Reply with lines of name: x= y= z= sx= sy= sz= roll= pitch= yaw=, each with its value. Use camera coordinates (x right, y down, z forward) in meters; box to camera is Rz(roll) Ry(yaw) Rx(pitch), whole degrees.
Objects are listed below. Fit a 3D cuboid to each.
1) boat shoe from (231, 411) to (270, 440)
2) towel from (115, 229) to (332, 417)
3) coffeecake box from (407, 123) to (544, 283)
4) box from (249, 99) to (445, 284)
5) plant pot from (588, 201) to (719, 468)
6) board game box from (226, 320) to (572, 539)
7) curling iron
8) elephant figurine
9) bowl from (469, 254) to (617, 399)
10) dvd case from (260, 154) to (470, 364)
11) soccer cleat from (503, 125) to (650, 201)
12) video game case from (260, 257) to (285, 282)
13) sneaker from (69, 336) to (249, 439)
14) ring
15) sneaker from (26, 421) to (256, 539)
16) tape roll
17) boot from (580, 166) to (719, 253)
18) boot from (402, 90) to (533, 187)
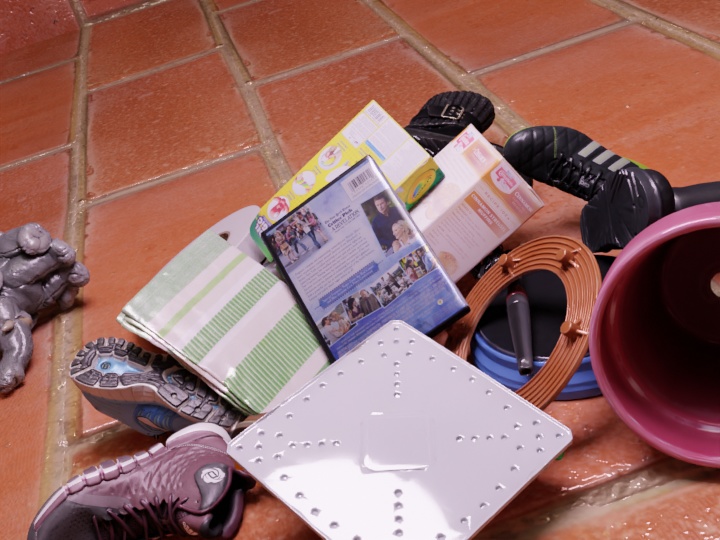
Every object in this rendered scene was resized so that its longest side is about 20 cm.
boat shoe: x=-0.011 y=0.155 z=0.879 sx=0.199 sy=0.072 sz=0.068 roll=11 pitch=37 yaw=19
towel: x=-0.117 y=0.059 z=1.000 sx=0.200 sy=0.023 sz=0.153 roll=35 pitch=50 yaw=9
coffeecake box: x=0.081 y=-0.049 z=1.083 sx=0.200 sy=0.073 sz=0.154 roll=-42 pitch=19 yaw=10
box: x=-0.020 y=-0.073 z=1.081 sx=0.200 sy=0.048 sz=0.117 roll=-42 pitch=53 yaw=3
plant pot: x=0.297 y=0.031 z=0.824 sx=0.199 sy=0.201 sz=0.179 roll=-4 pitch=16 yaw=23
board game box: x=0.030 y=0.143 z=0.808 sx=0.200 sy=0.026 sz=0.200 roll=-35 pitch=49 yaw=-29
curling iron: x=0.142 y=0.036 z=0.972 sx=0.050 sy=0.026 sz=0.200 roll=-33 pitch=30 yaw=15
elephant figurine: x=-0.443 y=0.045 z=1.255 sx=0.155 sy=0.141 sz=0.200 roll=-26 pitch=28 yaw=55
bowl: x=0.202 y=0.048 z=0.984 sx=0.200 sy=0.039 sz=0.201 roll=-13 pitch=29 yaw=7
dvd case: x=0.000 y=0.000 z=1.005 sx=0.143 sy=0.018 sz=0.200 roll=-35 pitch=64 yaw=9
soccer cleat: x=0.253 y=-0.105 z=1.117 sx=0.199 sy=0.068 sz=0.081 roll=17 pitch=33 yaw=-16
video game case: x=-0.124 y=-0.012 z=1.207 sx=0.182 sy=0.024 sz=0.200 roll=-29 pitch=20 yaw=31
sneaker: x=-0.185 y=0.126 z=1.008 sx=0.199 sy=0.090 sz=0.079 roll=14 pitch=50 yaw=11
ring: x=0.134 y=0.054 z=0.908 sx=0.200 sy=0.019 sz=0.201 roll=-43 pitch=30 yaw=32
sneaker: x=-0.179 y=0.208 z=0.870 sx=0.200 sy=0.076 sz=0.115 roll=-30 pitch=34 yaw=-24
tape roll: x=-0.185 y=0.002 z=1.196 sx=0.203 sy=0.037 sz=0.203 roll=-35 pitch=20 yaw=14
boot: x=0.313 y=-0.059 z=0.980 sx=0.162 sy=0.074 sz=0.198 roll=-6 pitch=-8 yaw=-4
boot: x=0.147 y=-0.164 z=1.314 sx=0.211 sy=0.080 sz=0.158 roll=23 pitch=37 yaw=22
